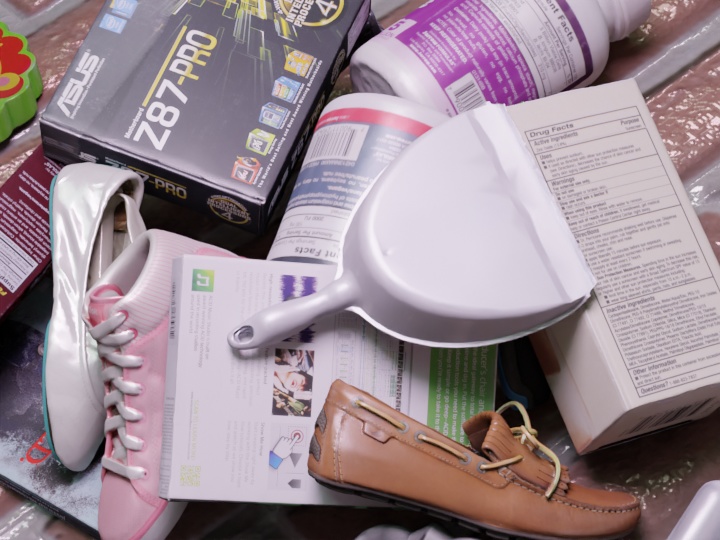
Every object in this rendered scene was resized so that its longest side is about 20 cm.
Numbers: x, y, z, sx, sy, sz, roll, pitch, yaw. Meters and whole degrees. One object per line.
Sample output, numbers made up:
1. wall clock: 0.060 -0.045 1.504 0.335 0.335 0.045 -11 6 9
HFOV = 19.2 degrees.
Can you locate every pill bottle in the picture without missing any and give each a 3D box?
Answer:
1. pill bottle: 0.000 0.000 1.356 0.119 0.120 0.200 11 68 23
2. pill bottle: 0.100 -0.156 1.473 0.200 0.112 0.112 -34 50 -15

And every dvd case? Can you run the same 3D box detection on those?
1. dvd case: -0.182 0.092 1.402 0.200 0.022 0.146 25 61 31

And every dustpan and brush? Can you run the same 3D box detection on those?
1. dustpan and brush: 0.017 -0.001 1.228 0.200 0.057 0.140 -20 71 -15

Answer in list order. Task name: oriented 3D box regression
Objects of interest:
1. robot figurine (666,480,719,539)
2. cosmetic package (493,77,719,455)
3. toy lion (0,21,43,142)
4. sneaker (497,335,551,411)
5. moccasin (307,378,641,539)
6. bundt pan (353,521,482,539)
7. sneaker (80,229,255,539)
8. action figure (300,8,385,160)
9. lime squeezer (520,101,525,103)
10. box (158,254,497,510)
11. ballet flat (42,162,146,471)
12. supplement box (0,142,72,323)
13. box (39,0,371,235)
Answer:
1. robot figurine: 0.234 0.190 1.140 0.170 0.113 0.200 41 64 -4
2. cosmetic package: 0.148 -0.003 1.282 0.103 0.087 0.200 -13 72 -22
3. toy lion: -0.351 -0.134 1.622 0.200 0.069 0.192 26 54 32
4. sneaker: 0.138 0.003 1.354 0.082 0.073 0.200 8 55 17
5. moccasin: 0.070 0.111 1.234 0.201 0.074 0.078 17 89 -7
6. bundt pan: 0.021 0.225 1.196 0.202 0.076 0.202 -8 49 10
7. sneaker: -0.137 0.068 1.289 0.075 0.105 0.200 12 77 57
8. action figure: -0.071 -0.131 1.510 0.200 0.102 0.119 -28 51 -22
9. lime squeezer: 0.085 -0.007 1.387 0.038 0.071 0.200 20 87 0
10. box: -0.016 0.069 1.262 0.200 0.036 0.145 5 87 -14
11. ballet flat: -0.164 0.026 1.350 0.069 0.069 0.200 -4 76 12
12. supplement box: -0.231 -0.023 1.434 0.061 0.109 0.200 41 54 -6
13. box: -0.100 -0.138 1.424 0.161 0.049 0.200 21 62 9
